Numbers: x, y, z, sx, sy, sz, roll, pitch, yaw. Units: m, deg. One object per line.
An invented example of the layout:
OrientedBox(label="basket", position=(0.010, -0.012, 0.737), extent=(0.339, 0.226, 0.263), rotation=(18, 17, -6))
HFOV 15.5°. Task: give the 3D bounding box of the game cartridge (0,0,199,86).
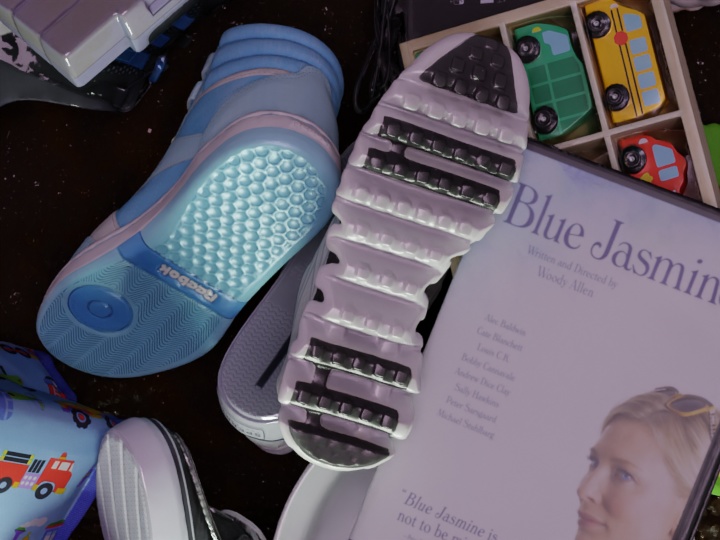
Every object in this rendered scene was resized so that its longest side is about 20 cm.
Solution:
OrientedBox(label="game cartridge", position=(-0.094, -0.182, 1.221), extent=(0.200, 0.038, 0.130), rotation=(-42, 62, -13))

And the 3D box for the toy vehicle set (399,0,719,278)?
OrientedBox(label="toy vehicle set", position=(0.100, -0.023, 1.193), extent=(0.124, 0.027, 0.201), rotation=(-16, 78, 14))

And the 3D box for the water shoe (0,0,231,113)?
OrientedBox(label="water shoe", position=(-0.113, -0.118, 1.265), extent=(0.199, 0.072, 0.079), rotation=(-15, 110, 4))

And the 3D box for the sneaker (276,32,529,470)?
OrientedBox(label="sneaker", position=(0.011, -0.013, 1.171), extent=(0.075, 0.081, 0.200), rotation=(24, 93, -14))

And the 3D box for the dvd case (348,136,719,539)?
OrientedBox(label="dvd case", position=(0.094, 0.055, 1.159), extent=(0.142, 0.018, 0.201), rotation=(21, 89, 19))

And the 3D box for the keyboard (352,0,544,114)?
OrientedBox(label="keyboard", position=(0.050, -0.139, 1.264), extent=(0.104, 0.040, 0.201), rotation=(-2, 77, 13))

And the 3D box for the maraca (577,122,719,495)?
OrientedBox(label="maraca", position=(0.156, 0.008, 1.248), extent=(0.107, 0.137, 0.201), rotation=(-20, 83, 40))

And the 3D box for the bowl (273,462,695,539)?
OrientedBox(label="bowl", position=(0.059, 0.146, 1.258), extent=(0.200, 0.090, 0.202), rotation=(0, 92, 4))

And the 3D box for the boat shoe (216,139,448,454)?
OrientedBox(label="boat shoe", position=(0.000, 0.000, 1.268), extent=(0.073, 0.067, 0.200), rotation=(37, 76, 19))

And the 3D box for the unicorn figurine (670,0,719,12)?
OrientedBox(label="unicorn figurine", position=(0.176, -0.156, 1.244), extent=(0.199, 0.137, 0.074), rotation=(0, 80, -16))

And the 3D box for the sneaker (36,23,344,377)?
OrientedBox(label="sneaker", position=(-0.074, -0.039, 1.263), extent=(0.079, 0.131, 0.200), rotation=(37, 128, -24))

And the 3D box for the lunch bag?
OrientedBox(label="lunch bag", position=(-0.222, 0.130, 1.229), extent=(0.150, 0.094, 0.200), rotation=(17, 102, -44))

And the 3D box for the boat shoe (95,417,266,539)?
OrientedBox(label="boat shoe", position=(-0.075, 0.143, 1.248), extent=(0.071, 0.072, 0.200), rotation=(-22, 130, -17))
